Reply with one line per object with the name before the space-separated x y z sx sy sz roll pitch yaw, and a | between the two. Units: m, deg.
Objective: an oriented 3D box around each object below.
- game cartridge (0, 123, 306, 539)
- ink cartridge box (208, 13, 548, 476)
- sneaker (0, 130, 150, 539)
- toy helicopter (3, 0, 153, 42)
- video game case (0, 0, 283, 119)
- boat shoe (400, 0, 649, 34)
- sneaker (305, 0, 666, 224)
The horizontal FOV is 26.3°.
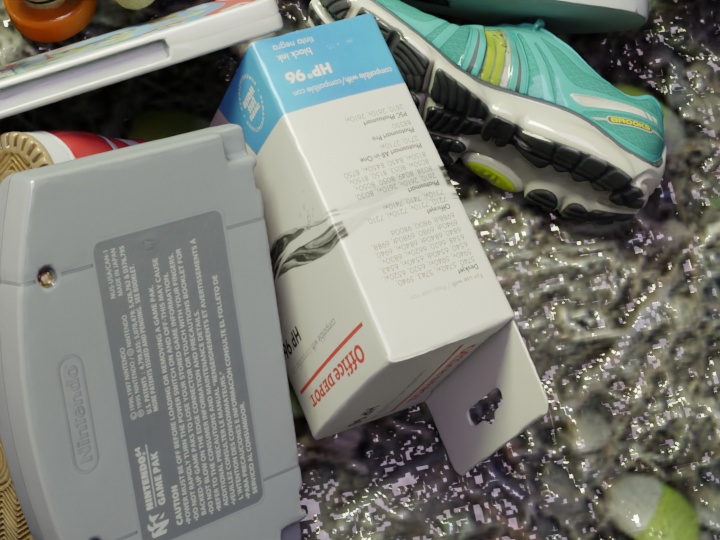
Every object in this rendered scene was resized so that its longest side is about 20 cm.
game cartridge | -0.093 0.046 0.668 0.133 0.040 0.201 -18 107 -42
ink cartridge box | 0.000 0.000 0.715 0.068 0.116 0.201 -17 74 -25
sneaker | -0.126 0.033 0.722 0.071 0.112 0.201 13 104 30
toy helicopter | -0.094 -0.192 0.780 0.199 0.079 0.133 1 64 7
video game case | -0.145 -0.093 0.728 0.199 0.143 0.018 -19 103 -12
boat shoe | 0.055 -0.170 0.803 0.198 0.074 0.068 10 86 7
sneaker | 0.065 -0.094 0.789 0.199 0.078 0.080 27 58 -5
